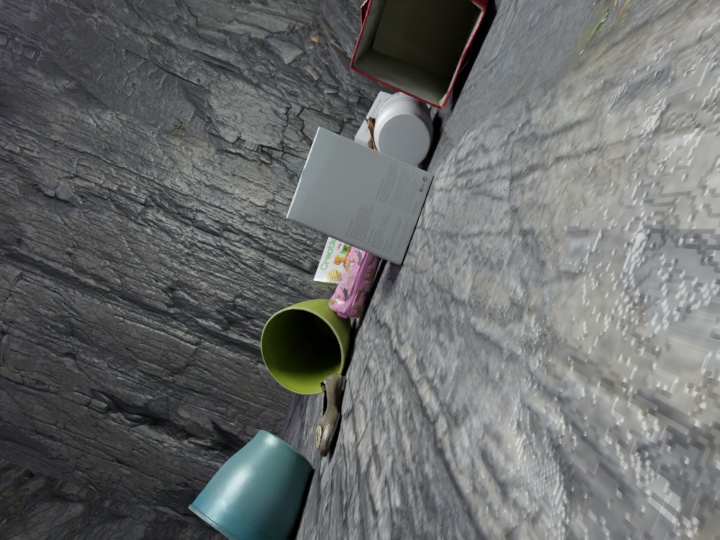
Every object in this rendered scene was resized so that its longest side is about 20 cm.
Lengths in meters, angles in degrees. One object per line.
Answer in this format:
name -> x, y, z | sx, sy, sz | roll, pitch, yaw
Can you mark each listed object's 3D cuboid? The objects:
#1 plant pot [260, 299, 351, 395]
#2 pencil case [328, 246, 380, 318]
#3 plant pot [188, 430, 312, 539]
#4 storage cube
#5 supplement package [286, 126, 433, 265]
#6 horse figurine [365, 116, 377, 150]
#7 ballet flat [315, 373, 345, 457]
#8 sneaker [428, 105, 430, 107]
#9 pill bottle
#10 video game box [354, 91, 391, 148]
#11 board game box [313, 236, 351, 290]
plant pot -> -0.092, 0.140, 1.187 | 0.190, 0.184, 0.200 | -68, -10, 20
pencil case -> 0.000, 0.000, 1.107 | 0.085, 0.082, 0.203 | -4, -57, -47
plant pot -> -0.192, 0.426, 1.040 | 0.189, 0.198, 0.201 | -55, -3, -28
storage cube -> 0.104, -0.414, 0.912 | 0.181, 0.196, 0.173 | -66, 0, -52
supplement package -> -0.005, -0.121, 0.916 | 0.151, 0.196, 0.155 | -135, 66, -85
horse figurine -> 0.057, -0.299, 1.414 | 0.132, 0.049, 0.205 | -35, -52, -62
ballet flat -> -0.060, 0.252, 0.973 | 0.201, 0.045, 0.068 | -80, 10, -63
sneaker -> 0.114, -0.339, 1.245 | 0.081, 0.075, 0.204 | 98, -170, -64
pill bottle -> 0.082, -0.265, 1.021 | 0.201, 0.111, 0.115 | -79, 11, -64
video game box -> 0.037, -0.359, 1.510 | 0.201, 0.046, 0.184 | 89, -154, -60
board game box -> -0.018, -0.048, 1.240 | 0.035, 0.123, 0.204 | 64, -142, -56
